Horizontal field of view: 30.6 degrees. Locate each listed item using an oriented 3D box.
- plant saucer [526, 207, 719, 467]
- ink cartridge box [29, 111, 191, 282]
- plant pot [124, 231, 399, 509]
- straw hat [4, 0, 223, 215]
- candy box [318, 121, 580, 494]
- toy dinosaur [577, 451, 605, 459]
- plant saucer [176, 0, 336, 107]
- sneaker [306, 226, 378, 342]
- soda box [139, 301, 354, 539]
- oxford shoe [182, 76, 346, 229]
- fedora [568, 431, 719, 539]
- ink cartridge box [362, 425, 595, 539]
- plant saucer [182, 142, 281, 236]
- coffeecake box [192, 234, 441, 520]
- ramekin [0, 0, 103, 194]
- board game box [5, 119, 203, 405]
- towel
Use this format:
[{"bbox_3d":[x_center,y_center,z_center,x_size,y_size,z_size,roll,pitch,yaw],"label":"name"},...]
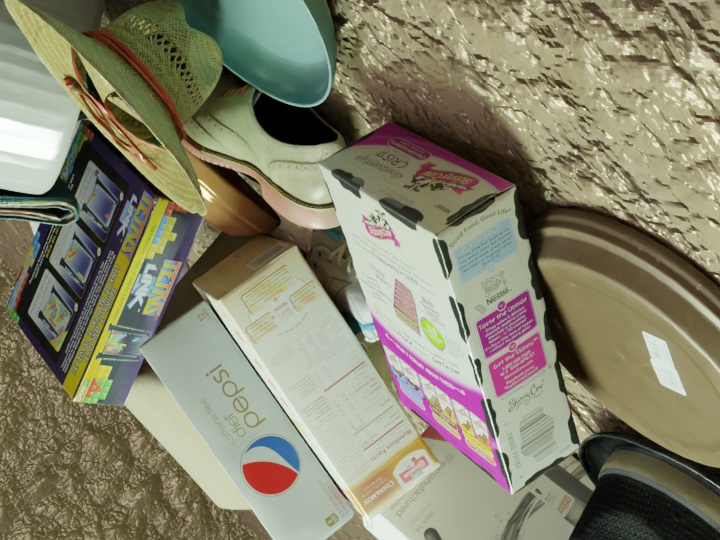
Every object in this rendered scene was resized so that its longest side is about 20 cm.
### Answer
[{"bbox_3d":[0.165,0.046,0.765,0.200,0.029,0.200,40,162,16],"label":"plant saucer"},{"bbox_3d":[-0.247,-0.058,1.286,0.172,0.044,0.202,-8,107,27],"label":"ink cartridge box"},{"bbox_3d":[-0.076,0.099,1.207,0.176,0.200,0.200,5,139,52],"label":"plant pot"},{"bbox_3d":[-0.137,-0.132,0.863,0.201,0.085,0.201,44,169,11],"label":"straw hat"},{"bbox_3d":[0.056,0.022,0.815,0.136,0.061,0.201,36,151,51],"label":"candy box"},{"bbox_3d":[0.103,0.083,0.952,0.101,0.058,0.200,17,149,55],"label":"toy dinosaur"},{"bbox_3d":[-0.083,-0.185,0.801,0.200,0.027,0.200,40,162,15],"label":"plant saucer"},{"bbox_3d":[0.000,0.000,0.978,0.087,0.075,0.200,52,162,-7],"label":"sneaker"},{"bbox_3d":[-0.088,0.123,1.013,0.201,0.063,0.068,54,172,-1],"label":"soda box"},{"bbox_3d":[-0.072,-0.108,0.921,0.199,0.071,0.074,34,140,31],"label":"oxford shoe"},{"bbox_3d":[0.214,0.205,0.902,0.200,0.092,0.201,37,160,15],"label":"fedora"},{"bbox_3d":[0.120,0.208,1.059,0.200,0.146,0.085,39,162,15],"label":"ink cartridge box"},{"bbox_3d":[-0.148,-0.093,1.052,0.200,0.038,0.200,42,-178,-2],"label":"plant saucer"},{"bbox_3d":[-0.038,0.077,1.021,0.201,0.073,0.153,57,170,-12],"label":"coffeecake box"},{"bbox_3d":[-0.266,-0.155,1.013,0.097,0.202,0.200,15,172,-19],"label":"ramekin"},{"bbox_3d":[-0.229,-0.009,1.169,0.056,0.201,0.165,11,-158,-43],"label":"board game box"},{"bbox_3d":[-0.317,-0.067,1.099,0.200,0.145,0.022,-146,59,-67],"label":"towel"}]
